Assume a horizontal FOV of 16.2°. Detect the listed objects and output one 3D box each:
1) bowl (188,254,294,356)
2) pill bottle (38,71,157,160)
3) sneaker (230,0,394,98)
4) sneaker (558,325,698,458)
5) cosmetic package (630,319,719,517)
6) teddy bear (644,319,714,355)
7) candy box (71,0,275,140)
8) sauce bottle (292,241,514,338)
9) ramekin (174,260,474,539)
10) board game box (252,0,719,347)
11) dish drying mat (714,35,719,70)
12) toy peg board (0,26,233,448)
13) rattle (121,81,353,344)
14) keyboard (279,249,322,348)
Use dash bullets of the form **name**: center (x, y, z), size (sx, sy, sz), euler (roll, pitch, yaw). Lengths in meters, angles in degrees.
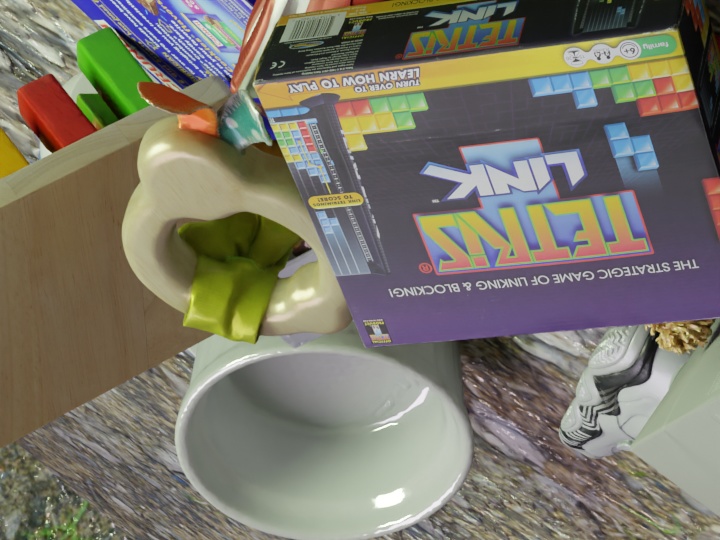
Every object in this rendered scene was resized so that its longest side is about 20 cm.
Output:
- **bowl**: center (-0.080, 0.023, 1.846), size (0.199, 0.075, 0.200), euler (16, 154, 48)
- **pill bottle**: center (-0.157, -0.072, 1.671), size (0.112, 0.113, 0.200), euler (36, 165, 2)
- **sneaker**: center (0.023, -0.136, 1.177), size (0.115, 0.079, 0.200), euler (21, 143, -12)
- **sneaker**: center (0.184, 0.087, 1.472), size (0.115, 0.075, 0.200), euler (36, 161, 11)
- **cosmetic package**: center (0.218, 0.058, 1.274), size (0.090, 0.107, 0.200), euler (36, 166, 2)
- **teddy bear**: center (0.131, -0.016, 1.313), size (0.199, 0.067, 0.145), euler (12, 148, 55)
- **candy box**: center (-0.065, -0.144, 1.347), size (0.169, 0.077, 0.200), euler (42, 162, -26)
- **sauce bottle**: center (0.007, -0.019, 1.468), size (0.198, 0.065, 0.065), euler (18, 166, -8)
- **ramekin**: center (-0.022, 0.083, 1.705), size (0.199, 0.098, 0.201), euler (2, 137, 1)
- **board game box**: center (0.072, -0.048, 1.150), size (0.198, 0.057, 0.166), euler (-6, 129, 22)
- **dish drying mat**: center (0.107, -0.087, 1.204), size (0.199, 0.018, 0.077), euler (11, 143, 43)
- **toy peg board**: center (-0.174, -0.021, 1.396), size (0.098, 0.198, 0.201), euler (49, 155, 30)
- **rattle**: center (-0.054, -0.067, 1.256), size (0.129, 0.143, 0.201), euler (11, 144, 29)
- **keyboard**: center (0.000, 0.000, 1.435), size (0.056, 0.011, 0.199), euler (39, 142, -21)
